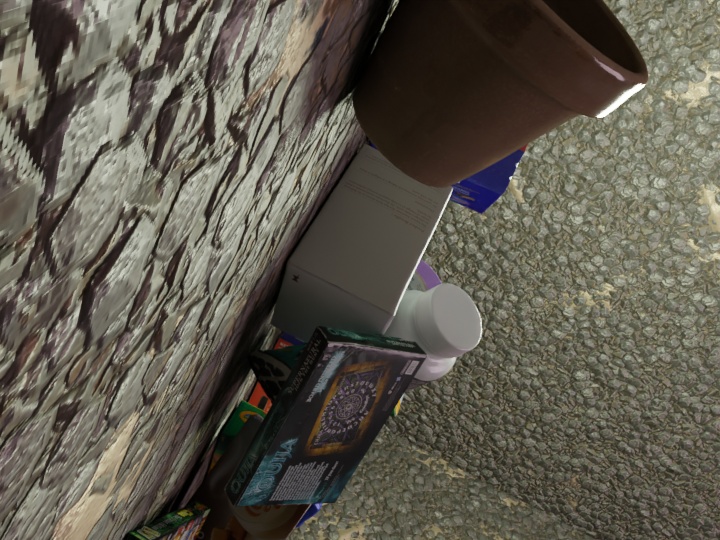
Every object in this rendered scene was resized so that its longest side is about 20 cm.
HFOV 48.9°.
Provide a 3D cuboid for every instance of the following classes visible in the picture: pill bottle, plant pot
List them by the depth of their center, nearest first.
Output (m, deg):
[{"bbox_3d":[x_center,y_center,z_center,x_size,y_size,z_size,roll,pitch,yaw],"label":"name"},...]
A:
[{"bbox_3d":[0.088,-0.158,0.611,0.175,0.200,0.200,-43,-172,31],"label":"plant pot"},{"bbox_3d":[0.046,0.090,0.953,0.200,0.111,0.111,-31,-159,43],"label":"pill bottle"}]

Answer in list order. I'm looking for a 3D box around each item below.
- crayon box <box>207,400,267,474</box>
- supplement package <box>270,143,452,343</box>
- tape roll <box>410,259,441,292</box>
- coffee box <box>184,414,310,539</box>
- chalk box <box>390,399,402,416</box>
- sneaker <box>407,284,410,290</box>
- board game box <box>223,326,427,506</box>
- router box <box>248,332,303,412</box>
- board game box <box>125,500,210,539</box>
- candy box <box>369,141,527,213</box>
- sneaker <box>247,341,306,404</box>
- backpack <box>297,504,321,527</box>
[{"bbox_3d":[-0.133,0.264,1.030,0.058,0.119,0.200,-61,177,-43],"label":"crayon box"},{"bbox_3d":[0.003,-0.017,0.858,0.200,0.117,0.117,-61,177,-39],"label":"supplement package"},{"bbox_3d":[0.039,0.049,1.338,0.066,0.200,0.200,108,8,-46],"label":"tape roll"},{"bbox_3d":[-0.134,0.276,0.890,0.200,0.114,0.080,-53,175,-9],"label":"coffee box"},{"bbox_3d":[-0.015,0.152,1.388,0.125,0.200,0.124,-62,158,-43],"label":"chalk box"},{"bbox_3d":[0.027,0.006,1.287,0.071,0.099,0.200,114,-20,-49],"label":"sneaker"},{"bbox_3d":[-0.034,0.149,0.780,0.135,0.028,0.200,14,113,-43],"label":"board game box"},{"bbox_3d":[-0.112,0.158,1.159,0.180,0.049,0.200,-63,178,14],"label":"router box"},{"bbox_3d":[-0.198,0.280,0.743,0.105,0.023,0.200,-61,172,-5],"label":"board game box"},{"bbox_3d":[0.103,-0.144,0.987,0.200,0.169,0.077,17,97,-88],"label":"candy box"},{"bbox_3d":[-0.074,0.105,0.859,0.080,0.078,0.200,-31,-178,-9],"label":"sneaker"},{"bbox_3d":[-0.103,0.297,1.328,0.168,0.162,0.200,-46,-166,41],"label":"backpack"}]
